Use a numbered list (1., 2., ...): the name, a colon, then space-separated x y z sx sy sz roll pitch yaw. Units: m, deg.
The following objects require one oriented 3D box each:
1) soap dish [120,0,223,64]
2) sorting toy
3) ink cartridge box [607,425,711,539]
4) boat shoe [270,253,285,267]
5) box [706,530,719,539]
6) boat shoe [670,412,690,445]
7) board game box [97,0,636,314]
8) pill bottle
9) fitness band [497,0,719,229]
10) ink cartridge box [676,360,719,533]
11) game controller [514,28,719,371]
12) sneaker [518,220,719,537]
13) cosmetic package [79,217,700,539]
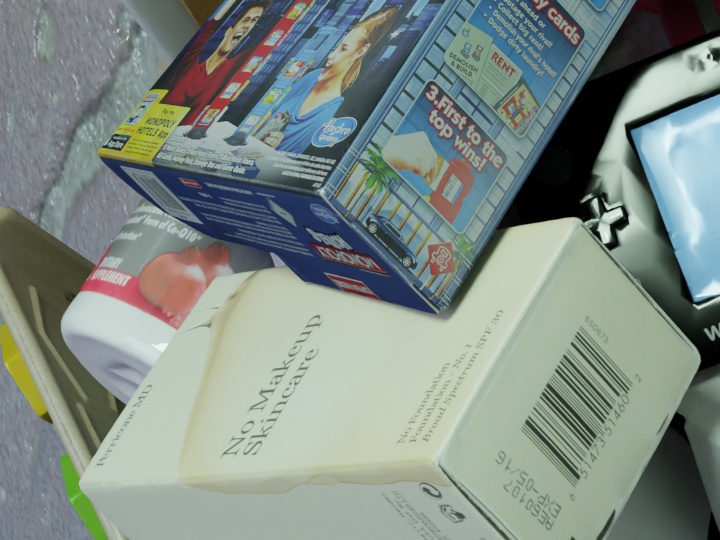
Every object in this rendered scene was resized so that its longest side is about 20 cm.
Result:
1. soap dish: -0.094 -0.183 1.298 0.158 0.081 0.200 61 -178 29
2. sorting toy: -0.112 0.084 1.393 0.036 0.185 0.201 -28 66 11
3. ink cartridge box: 0.018 0.131 1.033 0.200 0.084 0.145 -28 31 35
4. boat shoe: 0.000 0.000 1.116 0.070 0.071 0.201 -179 79 -70
5. box: 0.103 0.212 1.050 0.200 0.079 0.141 -46 67 5
6. boat shoe: 0.145 0.053 1.087 0.201 0.066 0.070 62 142 25
7. board game box: 0.024 -0.090 1.015 0.062 0.200 0.200 44 167 -23
8. pill bottle: -0.025 -0.026 1.207 0.110 0.111 0.200 11 63 54
9. fitness band: 0.090 -0.033 1.110 0.143 0.037 0.201 -36 47 28
10. ink cartridge box: 0.191 0.061 0.970 0.200 0.116 0.068 32 151 49
11. game controller: 0.152 -0.037 0.984 0.199 0.042 0.105 -22 72 10
12. sneaker: 0.093 0.074 1.163 0.079 0.075 0.201 -36 67 55
13. cosmetic package: 0.006 0.052 0.984 0.200 0.104 0.073 -9 132 51
